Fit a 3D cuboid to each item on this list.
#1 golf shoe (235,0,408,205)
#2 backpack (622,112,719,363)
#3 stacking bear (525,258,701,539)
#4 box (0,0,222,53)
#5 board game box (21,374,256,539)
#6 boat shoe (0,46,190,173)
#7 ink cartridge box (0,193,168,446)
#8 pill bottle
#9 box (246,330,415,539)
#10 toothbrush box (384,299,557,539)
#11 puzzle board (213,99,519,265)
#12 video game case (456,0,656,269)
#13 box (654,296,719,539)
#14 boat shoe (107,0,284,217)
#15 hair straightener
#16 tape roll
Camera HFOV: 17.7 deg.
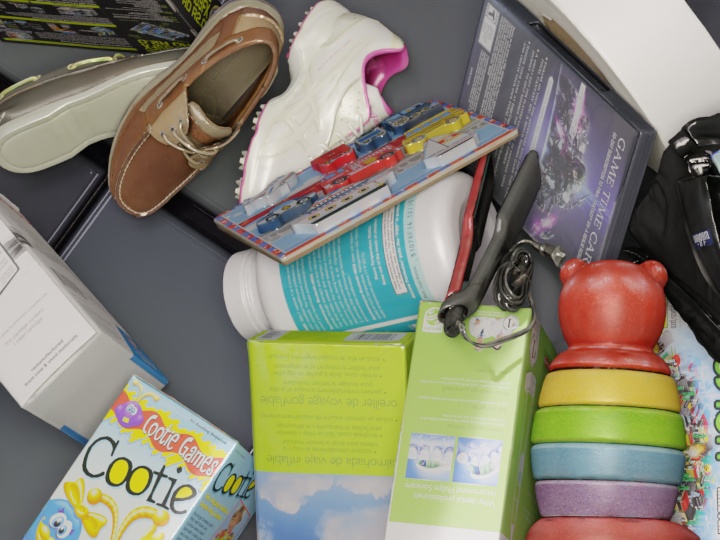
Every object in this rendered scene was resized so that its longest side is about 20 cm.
[{"bbox_3d":[-0.030,-0.111,1.776,0.091,0.075,0.201,19,78,17],"label":"golf shoe"},{"bbox_3d":[0.283,-0.001,1.567,0.126,0.167,0.201,-28,67,-19],"label":"backpack"},{"bbox_3d":[0.169,0.092,1.565,0.120,0.114,0.202,-1,81,17],"label":"stacking bear"},{"bbox_3d":[-0.223,-0.224,1.822,0.198,0.160,0.045,6,74,18],"label":"box"},{"bbox_3d":[-0.168,0.197,1.687,0.103,0.105,0.201,31,81,23],"label":"board game box"},{"bbox_3d":[-0.200,-0.141,1.834,0.200,0.072,0.061,-19,50,0],"label":"boat shoe"},{"bbox_3d":[-0.255,0.026,1.749,0.086,0.146,0.200,-45,65,-1],"label":"ink cartridge box"},{"bbox_3d":[0.000,0.000,1.694,0.199,0.111,0.112,-13,67,26],"label":"pill bottle"},{"bbox_3d":[-0.016,0.146,1.658,0.121,0.048,0.202,1,100,17],"label":"box"},{"bbox_3d":[0.081,0.139,1.614,0.085,0.146,0.202,2,72,16],"label":"toothbrush box"},{"bbox_3d":[0.001,-0.070,1.685,0.199,0.017,0.151,-30,20,-14],"label":"puzzle board"},{"bbox_3d":[0.134,-0.094,1.670,0.019,0.144,0.200,-11,41,-31],"label":"video game case"},{"bbox_3d":[0.226,0.113,1.643,0.109,0.035,0.202,-4,70,14],"label":"box"},{"bbox_3d":[-0.129,-0.120,1.774,0.201,0.075,0.072,-54,24,19],"label":"boat shoe"},{"bbox_3d":[0.102,-0.016,1.590,0.076,0.041,0.201,3,38,16],"label":"hair straightener"},{"bbox_3d":[0.188,-0.164,1.661,0.071,0.203,0.203,-39,66,-1],"label":"tape roll"}]
